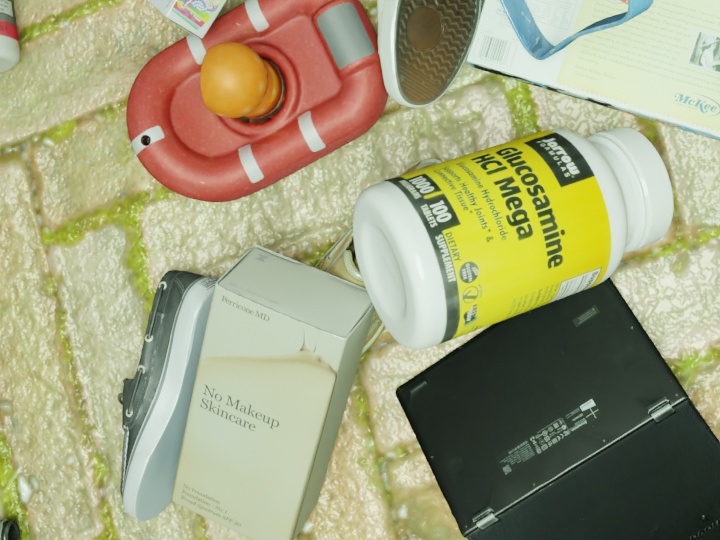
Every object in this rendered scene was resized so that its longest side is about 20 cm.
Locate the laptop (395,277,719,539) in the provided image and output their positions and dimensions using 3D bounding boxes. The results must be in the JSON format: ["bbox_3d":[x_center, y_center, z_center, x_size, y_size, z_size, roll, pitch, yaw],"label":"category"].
[{"bbox_3d":[0.161,0.136,0.763,0.187,0.116,0.201,-34,57,12],"label":"laptop"}]

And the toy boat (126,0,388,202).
[{"bbox_3d":[-0.083,-0.133,0.741,0.199,0.131,0.131,-27,87,12],"label":"toy boat"}]

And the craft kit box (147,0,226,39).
[{"bbox_3d":[-0.128,-0.302,0.747,0.197,0.048,0.201,40,101,31],"label":"craft kit box"}]

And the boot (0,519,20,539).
[{"bbox_3d":[-0.348,0.211,0.859,0.130,0.068,0.202,2,101,8],"label":"boot"}]

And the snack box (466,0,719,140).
[{"bbox_3d":[0.188,-0.176,0.726,0.199,0.037,0.117,19,98,11],"label":"snack box"}]

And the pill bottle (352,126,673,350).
[{"bbox_3d":[0.104,-0.030,0.684,0.199,0.112,0.113,-19,89,-17],"label":"pill bottle"}]

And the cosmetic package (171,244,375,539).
[{"bbox_3d":[-0.066,0.096,0.745,0.103,0.073,0.201,21,120,11],"label":"cosmetic package"}]

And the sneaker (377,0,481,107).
[{"bbox_3d":[0.041,-0.219,0.743,0.072,0.085,0.202,5,95,-29],"label":"sneaker"}]

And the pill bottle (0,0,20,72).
[{"bbox_3d":[-0.336,-0.259,0.801,0.110,0.111,0.202,-6,92,13],"label":"pill bottle"}]

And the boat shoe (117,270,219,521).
[{"bbox_3d":[-0.160,0.095,0.807,0.066,0.070,0.201,21,101,28],"label":"boat shoe"}]

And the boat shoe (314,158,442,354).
[{"bbox_3d":[0.000,0.000,0.757,0.071,0.076,0.201,34,100,9],"label":"boat shoe"}]

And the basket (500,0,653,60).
[{"bbox_3d":[0.095,-0.231,0.622,0.138,0.176,0.201,-27,98,-10],"label":"basket"}]
